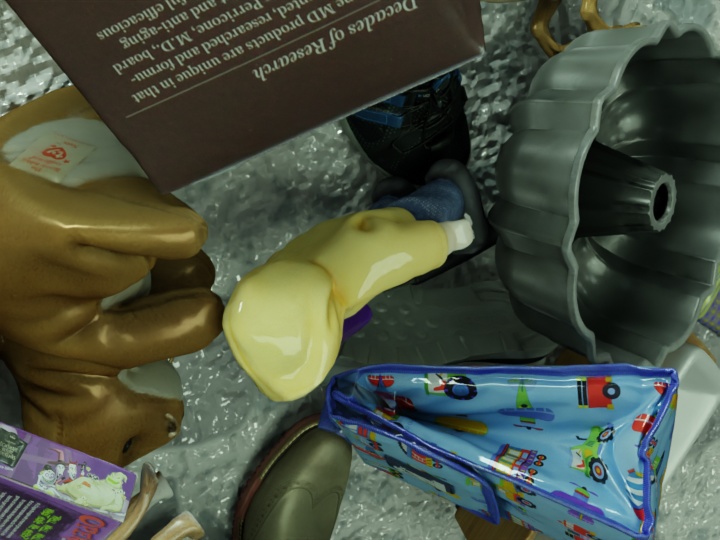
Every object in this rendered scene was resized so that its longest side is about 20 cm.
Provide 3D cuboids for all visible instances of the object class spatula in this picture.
[{"bbox_3d":[0.018,0.004,0.905,0.199,0.056,0.021,-24,144,-40],"label":"spatula"}]

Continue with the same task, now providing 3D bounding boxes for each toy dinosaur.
[{"bbox_3d":[0.109,-0.174,0.894,0.199,0.060,0.107,-35,110,-28],"label":"toy dinosaur"}]

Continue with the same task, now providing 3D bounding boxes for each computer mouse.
[{"bbox_3d":[0.124,-0.034,0.983,0.058,0.034,0.202,4,116,-31],"label":"computer mouse"}]

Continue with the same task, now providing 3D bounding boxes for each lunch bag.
[{"bbox_3d":[0.072,0.094,0.865,0.151,0.198,0.095,57,45,-71],"label":"lunch bag"}]

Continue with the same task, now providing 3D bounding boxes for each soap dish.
[{"bbox_3d":[0.152,0.119,1.011,0.201,0.081,0.157,-56,155,1],"label":"soap dish"}]

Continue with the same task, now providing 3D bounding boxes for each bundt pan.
[{"bbox_3d":[0.140,-0.044,0.880,0.201,0.075,0.204,-21,116,-49],"label":"bundt pan"}]

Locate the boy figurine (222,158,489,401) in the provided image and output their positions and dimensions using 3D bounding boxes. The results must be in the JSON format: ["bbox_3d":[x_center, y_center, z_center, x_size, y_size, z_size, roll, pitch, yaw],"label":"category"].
[{"bbox_3d":[0.000,0.000,0.799,0.200,0.123,0.065,-41,111,-55],"label":"boy figurine"}]

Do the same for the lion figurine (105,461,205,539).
[{"bbox_3d":[-0.140,0.178,0.842,0.122,0.073,0.201,-32,149,-14],"label":"lion figurine"}]

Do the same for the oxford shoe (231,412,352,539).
[{"bbox_3d":[-0.042,0.187,0.941,0.070,0.075,0.202,10,106,-37],"label":"oxford shoe"}]

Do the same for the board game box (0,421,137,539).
[{"bbox_3d":[-0.194,0.119,0.728,0.119,0.200,0.033,28,53,-15],"label":"board game box"}]

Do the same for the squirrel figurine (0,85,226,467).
[{"bbox_3d":[-0.166,0.024,0.761,0.198,0.142,0.188,-5,126,-17],"label":"squirrel figurine"}]

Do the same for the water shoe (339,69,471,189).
[{"bbox_3d":[0.021,-0.113,0.836,0.071,0.079,0.201,-39,128,-12],"label":"water shoe"}]

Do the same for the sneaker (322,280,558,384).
[{"bbox_3d":[0.028,0.055,0.933,0.198,0.077,0.081,4,135,-28],"label":"sneaker"}]

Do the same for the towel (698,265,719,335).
[{"bbox_3d":[0.284,-0.020,1.101,0.199,0.023,0.144,33,90,-40],"label":"towel"}]

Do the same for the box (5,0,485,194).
[{"bbox_3d":[-0.065,-0.178,0.653,0.163,0.167,0.200,-22,131,18],"label":"box"}]
